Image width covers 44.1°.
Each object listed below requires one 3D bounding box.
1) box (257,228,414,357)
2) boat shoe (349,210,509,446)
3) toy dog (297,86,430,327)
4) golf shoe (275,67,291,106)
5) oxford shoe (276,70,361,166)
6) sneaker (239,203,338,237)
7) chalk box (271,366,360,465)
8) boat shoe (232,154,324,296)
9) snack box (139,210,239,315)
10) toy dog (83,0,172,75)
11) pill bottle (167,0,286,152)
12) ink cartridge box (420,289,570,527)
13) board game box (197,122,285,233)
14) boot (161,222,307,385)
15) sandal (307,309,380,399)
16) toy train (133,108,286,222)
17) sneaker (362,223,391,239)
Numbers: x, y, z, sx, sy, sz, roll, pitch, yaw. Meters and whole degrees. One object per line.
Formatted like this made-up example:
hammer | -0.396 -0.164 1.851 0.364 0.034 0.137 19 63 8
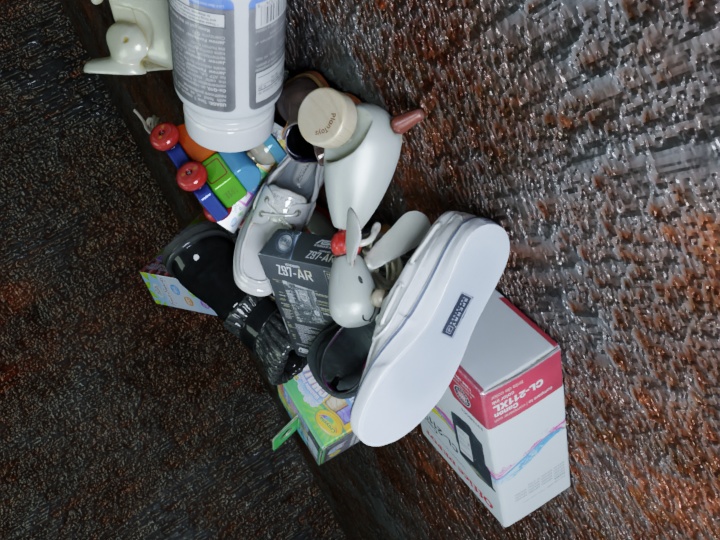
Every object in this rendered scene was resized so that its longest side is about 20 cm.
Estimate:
box | 0.005 0.043 0.923 0.199 0.044 0.161 11 138 28
boat shoe | 0.047 0.044 0.715 0.074 0.200 0.065 36 175 -39
toy dog | 0.016 -0.061 0.747 0.096 0.132 0.201 -6 105 36
golf shoe | -0.136 -0.218 1.035 0.077 0.088 0.200 62 164 3
oxford shoe | -0.055 -0.152 0.903 0.200 0.073 0.071 37 152 59
sneaker | -0.095 -0.050 1.164 0.201 0.108 0.067 50 162 37
chalk box | -0.039 0.176 1.211 0.124 0.200 0.125 58 164 17
boat shoe | -0.087 -0.069 0.981 0.071 0.201 0.069 20 154 -3
snack box | -0.183 -0.014 1.268 0.199 0.169 0.068 10 133 33
toy dog | -0.224 -0.319 0.975 0.194 0.139 0.201 13 111 43
pill bottle | -0.131 -0.222 0.881 0.114 0.113 0.200 52 151 32
ink cartridge box | 0.112 0.115 0.813 0.146 0.083 0.200 45 158 45
board game box | -0.147 -0.125 1.117 0.034 0.135 0.200 33 -179 -18
boot | -0.134 0.042 1.033 0.158 0.079 0.211 50 178 24
sandal | -0.014 0.086 0.908 0.075 0.048 0.201 31 143 1
toy train | -0.175 -0.159 1.009 0.200 0.116 0.085 53 177 31
sneaker | 0.000 0.000 1.005 0.088 0.075 0.200 59 169 -12
